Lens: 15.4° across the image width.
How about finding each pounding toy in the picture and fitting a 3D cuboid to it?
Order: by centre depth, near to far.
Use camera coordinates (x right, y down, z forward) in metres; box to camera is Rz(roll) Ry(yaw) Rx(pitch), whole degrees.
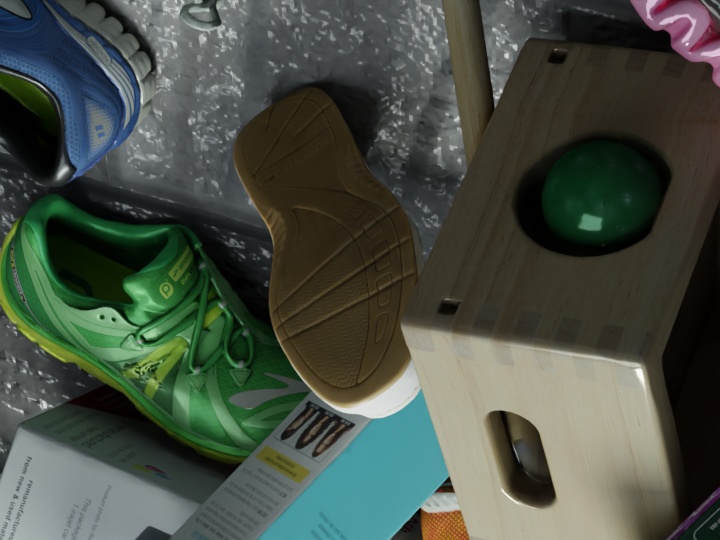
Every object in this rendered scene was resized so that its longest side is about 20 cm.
[{"bbox_3d":[0.084,-0.009,1.087,0.141,0.185,0.200,9,143,23],"label":"pounding toy"}]

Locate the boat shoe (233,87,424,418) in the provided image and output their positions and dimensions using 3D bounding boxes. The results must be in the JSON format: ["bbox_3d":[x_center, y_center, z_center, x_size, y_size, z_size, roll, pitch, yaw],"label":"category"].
[{"bbox_3d":[0.000,0.000,1.144,0.071,0.200,0.069,-30,129,10],"label":"boat shoe"}]

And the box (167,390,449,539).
[{"bbox_3d":[-0.010,0.094,1.205,0.049,0.200,0.082,47,170,-19],"label":"box"}]

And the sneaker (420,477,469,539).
[{"bbox_3d":[0.089,0.130,1.244,0.200,0.073,0.078,171,84,-72],"label":"sneaker"}]

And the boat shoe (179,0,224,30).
[{"bbox_3d":[-0.063,-0.140,1.109,0.198,0.074,0.068,-5,114,23],"label":"boat shoe"}]

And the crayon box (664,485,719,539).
[{"bbox_3d":[0.202,0.115,1.072,0.058,0.200,0.172,51,-170,33],"label":"crayon box"}]

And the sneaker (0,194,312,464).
[{"bbox_3d":[-0.089,0.029,1.293,0.199,0.074,0.084,26,143,7],"label":"sneaker"}]

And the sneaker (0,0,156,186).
[{"bbox_3d":[-0.183,-0.117,1.192,0.200,0.089,0.078,42,137,-12],"label":"sneaker"}]

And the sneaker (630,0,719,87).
[{"bbox_3d":[0.194,-0.085,1.018,0.200,0.079,0.095,42,127,-14],"label":"sneaker"}]

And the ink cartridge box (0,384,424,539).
[{"bbox_3d":[-0.071,0.139,1.329,0.199,0.146,0.083,22,100,10],"label":"ink cartridge box"}]
